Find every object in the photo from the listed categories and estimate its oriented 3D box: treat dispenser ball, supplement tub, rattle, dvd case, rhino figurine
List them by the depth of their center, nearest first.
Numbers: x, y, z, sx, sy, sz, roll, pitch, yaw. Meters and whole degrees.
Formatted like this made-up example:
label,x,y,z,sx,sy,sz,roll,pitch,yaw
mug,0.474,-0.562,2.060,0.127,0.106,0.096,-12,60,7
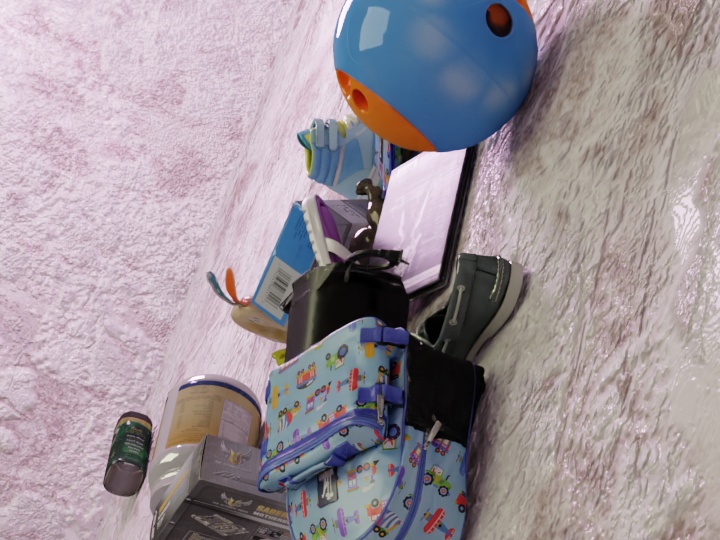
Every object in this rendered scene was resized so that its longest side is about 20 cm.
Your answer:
label,x,y,z,sx,sy,sz,roll,pitch,yaw
treat dispenser ball,0.073,-0.215,1.351,0.201,0.201,0.201,-159,90,-77
dvd case,0.062,-0.049,1.482,0.149,0.016,0.200,-27,40,50
rhino figurine,0.000,0.000,1.616,0.087,0.060,0.200,41,115,44
rattle,-0.139,0.095,1.765,0.143,0.130,0.200,-60,-31,-3
supplement tub,-0.221,0.261,1.952,0.200,0.144,0.145,-83,19,-48

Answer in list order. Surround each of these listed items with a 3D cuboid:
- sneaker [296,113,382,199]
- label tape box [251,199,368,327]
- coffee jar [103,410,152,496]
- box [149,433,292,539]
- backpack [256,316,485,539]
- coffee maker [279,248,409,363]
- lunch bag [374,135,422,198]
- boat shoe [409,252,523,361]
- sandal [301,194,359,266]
label,x,y,z,sx,sy,sz,roll,pitch,yaw
sneaker,-0.009,-0.195,1.823,0.080,0.130,0.200,-165,96,-79
label tape box,-0.032,-0.013,1.728,0.200,0.063,0.144,-7,-53,-57
coffee jar,-0.522,0.410,3.112,0.200,0.085,0.104,-93,24,-59
box,-0.078,0.232,1.275,0.158,0.200,0.048,124,158,-47
backpack,0.003,0.166,1.138,0.182,0.134,0.200,-29,44,40
coffee maker,-0.023,0.105,1.339,0.192,0.134,0.200,89,-176,-65
lunch bag,0.059,-0.182,1.673,0.151,0.094,0.200,-116,36,-72
boat shoe,0.075,0.052,1.232,0.200,0.062,0.073,123,161,-45
sandal,-0.012,-0.005,1.542,0.050,0.082,0.203,-29,69,13
